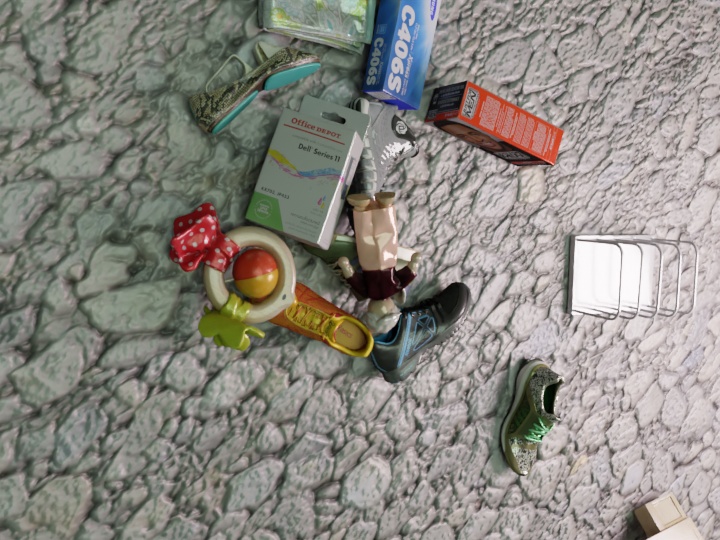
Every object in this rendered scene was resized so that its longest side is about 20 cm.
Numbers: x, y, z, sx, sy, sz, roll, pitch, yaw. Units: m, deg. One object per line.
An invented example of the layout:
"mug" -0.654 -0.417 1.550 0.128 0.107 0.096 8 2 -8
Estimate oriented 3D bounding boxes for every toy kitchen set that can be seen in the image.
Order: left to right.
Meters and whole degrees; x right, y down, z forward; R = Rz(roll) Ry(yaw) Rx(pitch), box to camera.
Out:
"toy kitchen set" 0.559 0.579 1.438 0.160 0.182 0.203 -12 61 -27

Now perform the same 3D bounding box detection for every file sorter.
"file sorter" 0.485 0.012 1.310 0.196 0.124 0.143 -2 97 -26

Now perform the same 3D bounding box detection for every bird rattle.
"bird rattle" -0.169 0.005 1.004 0.160 0.112 0.205 -15 86 -22

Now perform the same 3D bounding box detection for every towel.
"towel" -0.054 -0.421 1.040 0.168 0.048 0.205 5 93 -27

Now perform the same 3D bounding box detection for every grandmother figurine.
"grandmother figurine" 0.028 -0.007 1.052 0.118 0.061 0.205 -1 108 4

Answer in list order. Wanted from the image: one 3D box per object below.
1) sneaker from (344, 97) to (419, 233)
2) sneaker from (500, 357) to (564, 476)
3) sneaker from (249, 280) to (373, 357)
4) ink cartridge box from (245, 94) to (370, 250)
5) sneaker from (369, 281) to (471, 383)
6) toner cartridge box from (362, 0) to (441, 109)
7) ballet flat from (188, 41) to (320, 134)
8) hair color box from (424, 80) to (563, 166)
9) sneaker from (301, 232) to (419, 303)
"sneaker" 0.039 -0.152 1.102 0.113 0.075 0.206 -4 96 -28
"sneaker" 0.301 0.256 1.264 0.075 0.088 0.205 10 92 -26
"sneaker" -0.066 0.064 1.068 0.196 0.077 0.074 23 87 -17
"ink cartridge box" -0.069 -0.145 1.022 0.115 0.067 0.204 18 86 11
"sneaker" 0.095 0.082 1.153 0.200 0.073 0.082 -45 112 -16
"toner cartridge box" 0.065 -0.350 1.091 0.094 0.043 0.205 10 91 -51
"ballet flat" -0.147 -0.265 1.006 0.198 0.068 0.076 -36 94 -16
"hair color box" 0.211 -0.226 1.162 0.197 0.101 0.063 20 87 -25
"sneaker" 0.000 0.000 1.100 0.196 0.067 0.092 10 86 -30
